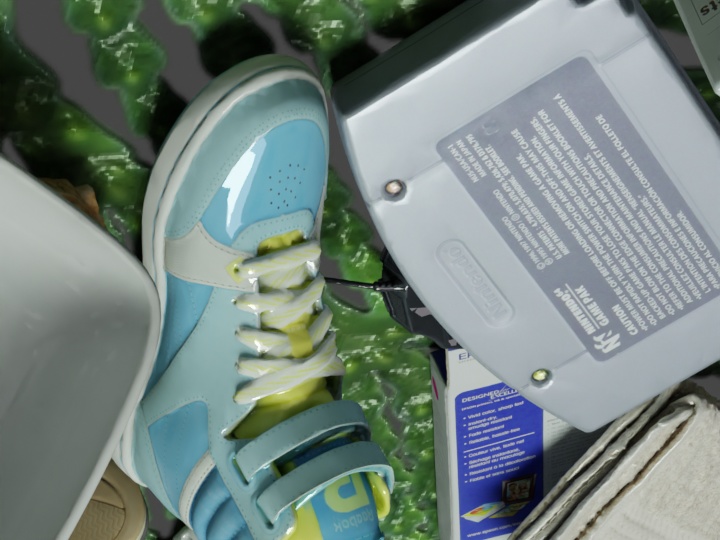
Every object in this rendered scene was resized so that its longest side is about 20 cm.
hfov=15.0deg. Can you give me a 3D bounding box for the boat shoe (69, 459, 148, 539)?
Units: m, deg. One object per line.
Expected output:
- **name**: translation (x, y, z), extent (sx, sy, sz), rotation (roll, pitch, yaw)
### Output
- **boat shoe**: translation (-0.178, 0.136, 1.169), extent (0.199, 0.072, 0.065), rotation (-27, 157, 4)

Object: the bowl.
- **bowl**: translation (-0.189, 0.041, 0.927), extent (0.199, 0.201, 0.075), rotation (33, 169, -12)

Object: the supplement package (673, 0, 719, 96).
- **supplement package**: translation (0.220, -0.107, 0.986), extent (0.155, 0.111, 0.200), rotation (-35, 142, 22)

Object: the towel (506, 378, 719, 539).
- **towel**: translation (0.142, 0.118, 1.262), extent (0.133, 0.035, 0.200), rotation (-48, 150, 10)

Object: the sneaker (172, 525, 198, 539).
- **sneaker**: translation (-0.098, 0.193, 1.257), extent (0.066, 0.091, 0.200), rotation (20, 130, -40)

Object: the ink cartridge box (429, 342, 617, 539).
- **ink cartridge box**: translation (0.080, 0.068, 1.220), extent (0.094, 0.037, 0.201), rotation (-14, 147, -7)

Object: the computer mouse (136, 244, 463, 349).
- **computer mouse**: translation (0.000, 0.000, 1.103), extent (0.198, 0.034, 0.059), rotation (0, 126, -13)

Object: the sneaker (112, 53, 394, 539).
- **sneaker**: translation (-0.025, 0.030, 1.009), extent (0.079, 0.131, 0.201), rotation (-15, 136, -33)

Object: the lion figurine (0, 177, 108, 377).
- **lion figurine**: translation (-0.177, 0.047, 1.020), extent (0.199, 0.072, 0.123), rotation (-18, 106, -5)

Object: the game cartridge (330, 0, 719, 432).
- **game cartridge**: translation (0.078, -0.026, 1.055), extent (0.133, 0.041, 0.200), rotation (-33, 127, 9)
